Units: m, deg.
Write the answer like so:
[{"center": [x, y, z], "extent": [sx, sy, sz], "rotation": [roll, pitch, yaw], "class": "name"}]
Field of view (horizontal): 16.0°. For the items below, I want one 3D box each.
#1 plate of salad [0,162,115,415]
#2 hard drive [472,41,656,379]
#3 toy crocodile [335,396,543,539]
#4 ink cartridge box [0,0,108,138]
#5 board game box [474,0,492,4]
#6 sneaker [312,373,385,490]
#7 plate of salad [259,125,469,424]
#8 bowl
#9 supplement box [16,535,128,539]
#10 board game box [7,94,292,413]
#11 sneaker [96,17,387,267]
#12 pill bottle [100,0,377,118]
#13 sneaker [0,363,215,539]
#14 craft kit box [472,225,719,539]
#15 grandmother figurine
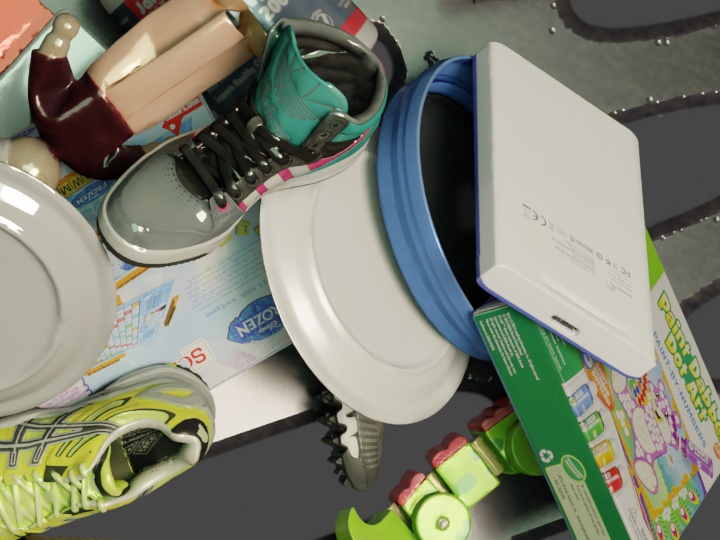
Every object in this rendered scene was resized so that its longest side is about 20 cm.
[{"center": [-0.242, 0.005, 1.505], "extent": [0.199, 0.048, 0.201], "rotation": [0, 128, 0], "class": "plate of salad"}, {"center": [0.125, -0.040, 1.593], "extent": [0.132, 0.025, 0.201], "rotation": [31, 38, -26], "class": "hard drive"}, {"center": [0.072, 0.129, 1.684], "extent": [0.200, 0.067, 0.062], "rotation": [-38, 98, -10], "class": "toy crocodile"}, {"center": [-0.252, -0.092, 1.626], "extent": [0.174, 0.044, 0.200], "rotation": [44, 81, -10], "class": "ink cartridge box"}, {"center": [0.172, -0.247, 1.689], "extent": [0.199, 0.105, 0.104], "rotation": [-12, 93, -12], "class": "board game box"}, {"center": [0.014, 0.042, 1.672], "extent": [0.090, 0.066, 0.201], "rotation": [-4, 88, -10], "class": "sneaker"}, {"center": [0.000, 0.000, 1.599], "extent": [0.200, 0.048, 0.201], "rotation": [24, 57, -44], "class": "plate of salad"}, {"center": [0.077, -0.037, 1.639], "extent": [0.039, 0.200, 0.202], "rotation": [-17, 95, 31], "class": "bowl"}, {"center": [-0.129, 0.229, 1.618], "extent": [0.199, 0.109, 0.110], "rotation": [4, 89, -12], "class": "supplement box"}, {"center": [-0.152, -0.005, 1.593], "extent": [0.199, 0.041, 0.200], "rotation": [-29, 107, 0], "class": "board game box"}, {"center": [-0.058, -0.080, 1.478], "extent": [0.200, 0.121, 0.084], "rotation": [-32, 74, -32], "class": "sneaker"}, {"center": [-0.096, -0.181, 1.622], "extent": [0.120, 0.120, 0.200], "rotation": [-45, 98, -9], "class": "pill bottle"}, {"center": [-0.182, 0.119, 1.560], "extent": [0.199, 0.076, 0.076], "rotation": [-28, 110, 0], "class": "sneaker"}, {"center": [0.162, 0.073, 1.643], "extent": [0.048, 0.198, 0.201], "rotation": [-18, 104, 28], "class": "craft kit box"}, {"center": [-0.149, -0.100, 1.516], "extent": [0.200, 0.061, 0.121], "rotation": [-38, 111, 1], "class": "grandmother figurine"}]
